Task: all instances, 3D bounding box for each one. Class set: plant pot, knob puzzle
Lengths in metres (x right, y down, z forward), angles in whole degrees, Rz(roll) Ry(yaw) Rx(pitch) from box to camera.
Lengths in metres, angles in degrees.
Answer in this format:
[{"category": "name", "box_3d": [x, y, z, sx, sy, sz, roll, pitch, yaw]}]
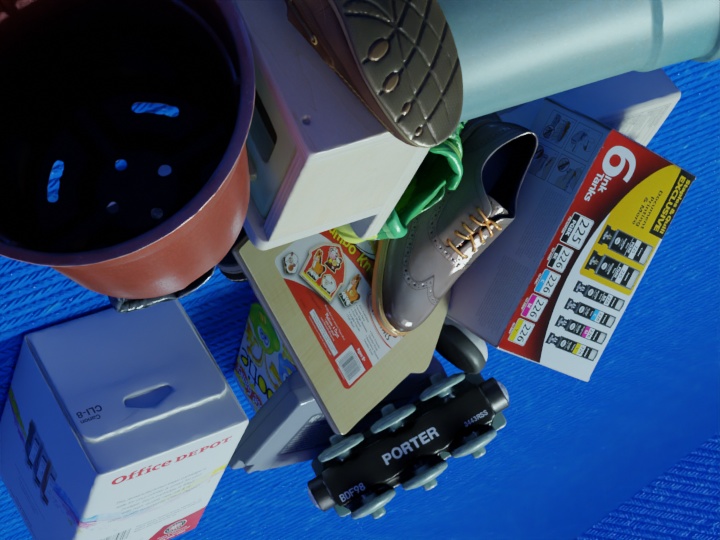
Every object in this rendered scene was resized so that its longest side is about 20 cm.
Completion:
[{"category": "plant pot", "box_3d": [0.116, -0.199, 1.104, 0.196, 0.200, 0.200, -23, 157, -6]}, {"category": "knob puzzle", "box_3d": [0.000, 0.000, 1.311, 0.219, 0.220, 0.030, -15, -172, -39]}, {"category": "plant pot", "box_3d": [-0.151, -0.076, 0.993, 0.201, 0.201, 0.195, -32, 166, -4]}]

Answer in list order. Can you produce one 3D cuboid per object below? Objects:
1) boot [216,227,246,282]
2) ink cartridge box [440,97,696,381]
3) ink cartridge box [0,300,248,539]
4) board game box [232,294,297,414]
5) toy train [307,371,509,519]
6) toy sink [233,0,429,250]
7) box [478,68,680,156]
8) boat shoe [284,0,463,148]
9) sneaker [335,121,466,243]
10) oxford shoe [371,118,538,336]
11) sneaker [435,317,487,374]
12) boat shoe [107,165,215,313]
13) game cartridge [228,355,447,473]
[{"category": "boot", "box_3d": [-0.016, -0.004, 1.380, 0.203, 0.073, 0.154, -30, 128, -19]}, {"category": "ink cartridge box", "box_3d": [0.187, -0.018, 1.388, 0.175, 0.084, 0.200, 20, 99, -45]}, {"category": "ink cartridge box", "box_3d": [-0.209, 0.142, 1.400, 0.145, 0.145, 0.200, -18, 154, -32]}, {"category": "board game box", "box_3d": [-0.041, 0.072, 1.542, 0.103, 0.105, 0.200, -22, 155, -24]}, {"category": "toy train", "box_3d": [0.044, 0.157, 1.486, 0.200, 0.085, 0.114, -31, 177, 0]}, {"category": "toy sink", "box_3d": [-0.040, -0.100, 1.130, 0.112, 0.130, 0.200, -19, 164, -22]}, {"category": "box", "box_3d": [0.175, -0.133, 1.448, 0.200, 0.078, 0.095, -18, 153, -34]}, {"category": "boat shoe", "box_3d": [-0.006, -0.164, 1.008, 0.072, 0.200, 0.068, -41, -163, -26]}, {"category": "sneaker", "box_3d": [0.055, -0.096, 1.280, 0.200, 0.084, 0.074, -58, 138, -22]}, {"category": "oxford shoe", "box_3d": [0.074, -0.037, 1.302, 0.071, 0.073, 0.200, 36, 73, -32]}, {"category": "sneaker", "box_3d": [0.087, 0.010, 1.500, 0.108, 0.201, 0.067, -36, 125, -9]}, {"category": "boat shoe", "box_3d": [-0.115, -0.041, 1.223, 0.200, 0.091, 0.071, -27, 157, -17]}, {"category": "game cartridge", "box_3d": [-0.016, 0.124, 1.498, 0.200, 0.042, 0.133, -5, 141, -47]}]
